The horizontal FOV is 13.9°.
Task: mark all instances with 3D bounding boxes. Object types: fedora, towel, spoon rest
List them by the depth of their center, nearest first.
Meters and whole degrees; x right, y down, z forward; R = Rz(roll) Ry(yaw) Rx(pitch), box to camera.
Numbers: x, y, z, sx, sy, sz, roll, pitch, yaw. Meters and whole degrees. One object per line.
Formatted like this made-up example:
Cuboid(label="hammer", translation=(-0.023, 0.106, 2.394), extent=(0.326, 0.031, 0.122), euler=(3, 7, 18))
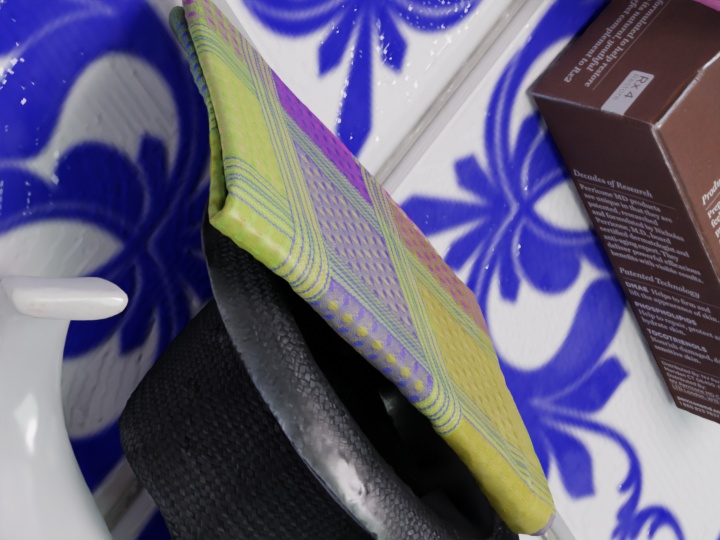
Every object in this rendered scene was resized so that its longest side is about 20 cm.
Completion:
Cuboid(label="spoon rest", translation=(-0.116, 0.090, 1.017), extent=(0.099, 0.061, 0.200), euler=(3, 110, -19))
Cuboid(label="towel", translation=(0.000, 0.000, 1.045), extent=(0.023, 0.144, 0.200), euler=(-34, 128, 13))
Cuboid(label="fedora", translation=(-0.025, 0.063, 1.062), extent=(0.092, 0.201, 0.201), euler=(-33, 136, 12))

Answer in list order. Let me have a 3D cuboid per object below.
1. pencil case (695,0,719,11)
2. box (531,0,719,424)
Cuboid(label="pencil case", translation=(0.132, -0.149, 1.116), extent=(0.200, 0.091, 0.094), euler=(17, 127, -26))
Cuboid(label="box", translation=(0.156, -0.029, 1.251), extent=(0.100, 0.075, 0.200), euler=(-48, 134, -23))
